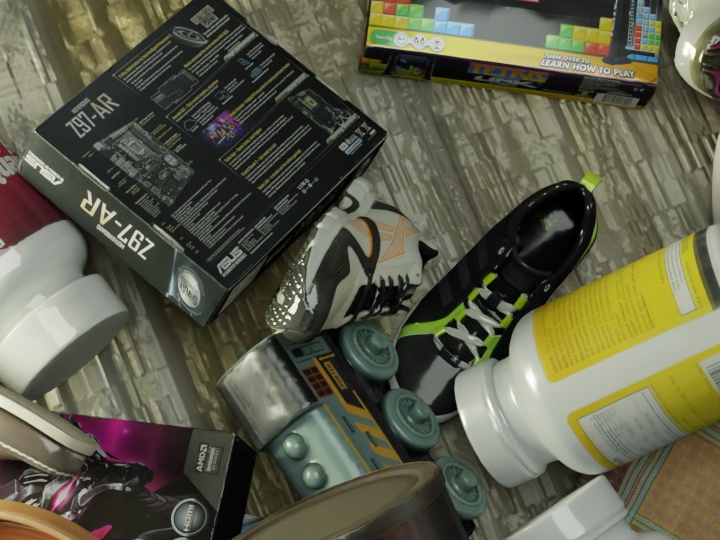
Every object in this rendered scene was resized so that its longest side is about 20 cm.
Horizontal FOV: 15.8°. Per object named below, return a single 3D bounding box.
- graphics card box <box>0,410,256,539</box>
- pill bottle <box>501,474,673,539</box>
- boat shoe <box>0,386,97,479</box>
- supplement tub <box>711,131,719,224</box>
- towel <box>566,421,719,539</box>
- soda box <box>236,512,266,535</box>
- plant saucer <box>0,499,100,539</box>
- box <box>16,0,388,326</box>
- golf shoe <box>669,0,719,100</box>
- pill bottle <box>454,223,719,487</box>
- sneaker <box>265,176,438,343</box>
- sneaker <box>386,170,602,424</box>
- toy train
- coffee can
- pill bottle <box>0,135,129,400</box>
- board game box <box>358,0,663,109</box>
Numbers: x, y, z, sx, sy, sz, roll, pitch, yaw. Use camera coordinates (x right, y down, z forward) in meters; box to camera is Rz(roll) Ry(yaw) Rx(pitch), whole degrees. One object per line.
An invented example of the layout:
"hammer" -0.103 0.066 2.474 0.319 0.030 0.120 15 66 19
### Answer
"graphics card box" -0.173 0.153 1.598 0.200 0.051 0.125 7 72 18
"pill bottle" 0.171 0.232 1.603 0.111 0.111 0.200 -32 85 -13
"boat shoe" -0.248 0.090 1.580 0.200 0.072 0.060 23 82 28
"supplement tub" 0.343 -0.044 1.692 0.200 0.145 0.145 -4 74 -7
"towel" 0.241 0.135 1.631 0.200 0.022 0.147 29 94 28
"soda box" -0.078 0.254 1.600 0.064 0.068 0.200 11 73 7
"plant saucer" -0.202 0.225 1.557 0.200 0.200 0.032 33 32 4
"box" -0.099 -0.077 1.664 0.160 0.044 0.200 38 46 5
"golf shoe" 0.237 -0.162 1.713 0.092 0.200 0.073 20 113 19
"pill bottle" 0.164 0.059 1.609 0.200 0.112 0.112 -26 76 18
"sneaker" 0.000 0.000 1.630 0.080 0.200 0.074 35 115 1
"sneaker" 0.086 0.010 1.682 0.072 0.083 0.200 36 74 5
"toy train" -0.005 0.115 1.622 0.114 0.085 0.200 -16 69 -54
"coffee can" 0.018 0.230 1.491 0.146 0.146 0.200 -25 97 -12
"pill bottle" -0.244 -0.020 1.643 0.110 0.110 0.200 -39 81 -15
"board game box" 0.107 -0.206 1.762 0.200 0.057 0.165 7 75 -4
